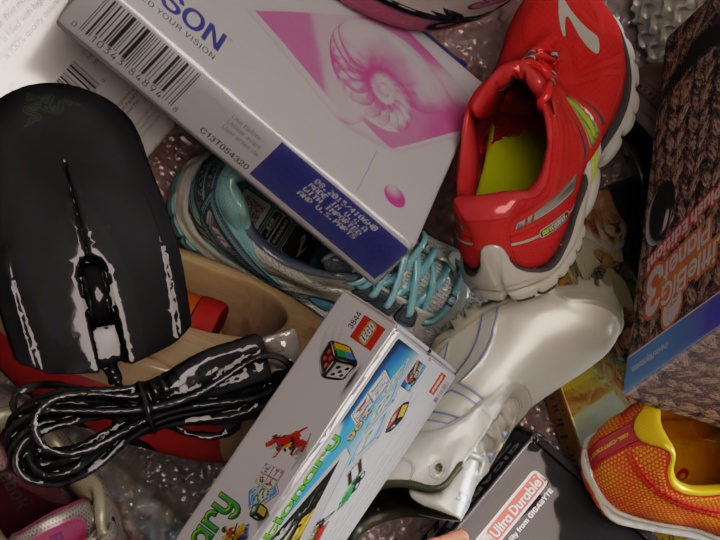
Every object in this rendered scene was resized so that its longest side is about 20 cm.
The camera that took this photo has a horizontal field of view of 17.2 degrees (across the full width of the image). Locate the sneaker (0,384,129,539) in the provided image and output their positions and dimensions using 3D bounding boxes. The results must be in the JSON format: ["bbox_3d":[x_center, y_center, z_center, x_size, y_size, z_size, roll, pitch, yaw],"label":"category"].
[{"bbox_3d":[-0.146,0.144,1.135,0.081,0.088,0.201,-33,93,-17],"label":"sneaker"}]

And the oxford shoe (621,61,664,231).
[{"bbox_3d":[0.184,-0.013,1.234,0.072,0.071,0.201,-19,78,-14],"label":"oxford shoe"}]

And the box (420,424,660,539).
[{"bbox_3d":[0.092,0.217,1.202,0.198,0.050,0.200,42,85,-10],"label":"box"}]

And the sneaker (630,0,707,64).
[{"bbox_3d":[0.238,-0.110,1.295,0.200,0.070,0.099,43,41,9],"label":"sneaker"}]

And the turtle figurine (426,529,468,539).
[{"bbox_3d":[0.088,0.220,1.143,0.198,0.064,0.163,14,92,-12],"label":"turtle figurine"}]

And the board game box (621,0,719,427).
[{"bbox_3d":[0.210,-0.042,1.116,0.096,0.159,0.201,17,63,-15],"label":"board game box"}]

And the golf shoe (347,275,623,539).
[{"bbox_3d":[0.050,0.080,1.175,0.199,0.078,0.098,-28,52,4],"label":"golf shoe"}]

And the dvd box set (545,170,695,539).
[{"bbox_3d":[0.165,0.048,1.269,0.145,0.029,0.201,-17,88,-18],"label":"dvd box set"}]

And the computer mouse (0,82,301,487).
[{"bbox_3d":[-0.119,-0.012,1.070,0.138,0.053,0.201,-18,63,-15],"label":"computer mouse"}]

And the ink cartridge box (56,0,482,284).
[{"bbox_3d":[-0.031,-0.119,1.165,0.196,0.043,0.201,39,40,-13],"label":"ink cartridge box"}]

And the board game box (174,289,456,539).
[{"bbox_3d":[-0.035,0.110,1.083,0.035,0.126,0.201,34,88,18],"label":"board game box"}]

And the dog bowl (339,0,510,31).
[{"bbox_3d":[0.020,-0.207,1.195,0.199,0.074,0.201,25,45,-27],"label":"dog bowl"}]

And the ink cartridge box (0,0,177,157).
[{"bbox_3d":[-0.169,-0.136,1.172,0.200,0.068,0.116,43,73,-8],"label":"ink cartridge box"}]

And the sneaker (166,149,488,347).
[{"bbox_3d":[0.000,0.000,1.195,0.199,0.086,0.078,24,77,-15],"label":"sneaker"}]

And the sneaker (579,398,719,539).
[{"bbox_3d":[0.203,0.104,1.197,0.199,0.077,0.073,7,60,-37],"label":"sneaker"}]

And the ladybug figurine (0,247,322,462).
[{"bbox_3d":[-0.104,0.037,1.145,0.199,0.136,0.072,21,111,10],"label":"ladybug figurine"}]

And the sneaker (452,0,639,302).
[{"bbox_3d":[0.089,-0.080,1.179,0.076,0.085,0.201,-1,50,19],"label":"sneaker"}]
